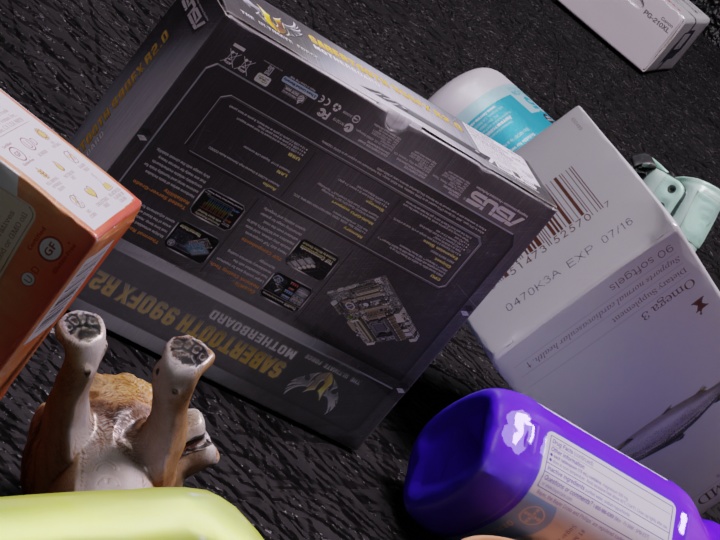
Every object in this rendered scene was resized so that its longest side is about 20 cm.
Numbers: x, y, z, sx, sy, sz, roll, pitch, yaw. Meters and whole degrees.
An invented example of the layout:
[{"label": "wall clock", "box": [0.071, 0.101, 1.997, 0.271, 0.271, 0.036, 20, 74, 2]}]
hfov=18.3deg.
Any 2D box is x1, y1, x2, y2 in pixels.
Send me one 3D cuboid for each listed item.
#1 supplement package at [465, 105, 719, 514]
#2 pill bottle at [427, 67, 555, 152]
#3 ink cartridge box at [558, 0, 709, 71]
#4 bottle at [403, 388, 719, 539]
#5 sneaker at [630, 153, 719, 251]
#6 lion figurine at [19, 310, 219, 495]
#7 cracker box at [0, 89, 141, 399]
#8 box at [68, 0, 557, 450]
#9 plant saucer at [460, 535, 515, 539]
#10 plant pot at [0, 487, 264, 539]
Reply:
[{"label": "supplement package", "box": [0.134, 0.035, 1.188, 0.200, 0.117, 0.117, 50, 5, -43]}, {"label": "pill bottle", "box": [0.117, -0.030, 1.434, 0.200, 0.111, 0.111, 44, 17, 16]}, {"label": "ink cartridge box", "box": [0.329, -0.316, 2.685, 0.145, 0.084, 0.200, 41, 16, 9]}, {"label": "bottle", "box": [0.118, 0.128, 1.065, 0.200, 0.084, 0.065, 32, 52, -24]}, {"label": "sneaker", "box": [0.220, -0.001, 1.559, 0.074, 0.118, 0.200, 25, 22, -43]}, {"label": "lion figurine", "box": [-0.081, 0.097, 0.742, 0.072, 0.123, 0.200, 10, 40, -9]}, {"label": "cracker box", "box": [-0.193, -0.028, 0.735, 0.200, 0.134, 0.058, 38, 17, 0]}, {"label": "box", "box": [-0.034, -0.022, 1.012, 0.200, 0.158, 0.048, 28, 22, -30]}, {"label": "plant saucer", "box": [0.104, 0.194, 0.943, 0.200, 0.037, 0.200, 35, 18, -13]}, {"label": "plant pot", "box": [-0.081, 0.168, 0.312, 0.199, 0.182, 0.200, -1, 49, -53]}]
